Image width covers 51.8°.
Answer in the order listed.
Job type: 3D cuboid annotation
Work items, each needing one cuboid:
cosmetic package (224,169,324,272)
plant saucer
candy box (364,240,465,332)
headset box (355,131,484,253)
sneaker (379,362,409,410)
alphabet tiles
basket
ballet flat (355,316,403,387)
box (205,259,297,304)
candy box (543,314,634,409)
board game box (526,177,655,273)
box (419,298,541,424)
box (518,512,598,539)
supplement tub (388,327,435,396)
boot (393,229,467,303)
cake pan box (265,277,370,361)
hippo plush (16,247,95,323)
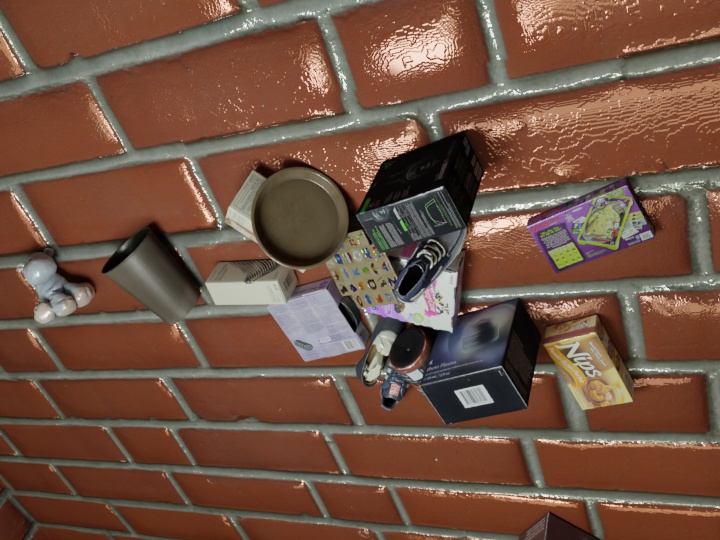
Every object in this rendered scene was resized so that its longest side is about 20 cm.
[{"bbox_3d":[-0.168,-0.099,1.519,0.198,0.105,0.087,34,156,-5],"label":"cosmetic package"},{"bbox_3d":[-0.120,-0.102,1.465,0.197,0.203,0.029,32,167,-7],"label":"plant saucer"},{"bbox_3d":[0.110,0.025,1.532,0.195,0.072,0.171,12,132,16],"label":"candy box"},{"bbox_3d":[0.104,-0.137,1.328,0.196,0.176,0.094,-15,123,34],"label":"headset box"},{"bbox_3d":[0.089,0.250,1.724,0.073,0.085,0.203,18,133,7],"label":"sneaker"},{"bbox_3d":[0.000,0.000,1.516,0.198,0.006,0.169,-9,113,51],"label":"alphabet tiles"},{"bbox_3d":[-0.484,0.021,1.756,0.178,0.138,0.200,-22,121,40],"label":"basket"},{"bbox_3d":[0.047,0.183,1.665,0.072,0.073,0.203,26,118,-1],"label":"ballet flat"},{"bbox_3d":[-0.248,0.027,1.688,0.195,0.083,0.070,-2,129,24],"label":"box"},{"bbox_3d":[0.472,0.193,1.526,0.113,0.056,0.202,-18,119,34],"label":"candy box"},{"bbox_3d":[0.415,-0.077,1.343,0.197,0.033,0.120,-23,121,35],"label":"board game box"},{"bbox_3d":[0.247,0.186,1.520,0.197,0.200,0.124,-20,117,35],"label":"box"},{"bbox_3d":[0.522,0.775,1.922,0.196,0.166,0.167,28,135,-1],"label":"box"},{"bbox_3d":[0.156,0.221,1.640,0.105,0.109,0.200,-19,133,35],"label":"supplement tub"},{"bbox_3d":[0.135,-0.024,1.396,0.072,0.090,0.202,34,91,9],"label":"boot"},{"bbox_3d":[-0.096,0.116,1.717,0.196,0.053,0.186,-16,122,34],"label":"cake pan box"},{"bbox_3d":[-0.785,0.024,1.910,0.199,0.156,0.165,23,134,68],"label":"hippo plush"}]
